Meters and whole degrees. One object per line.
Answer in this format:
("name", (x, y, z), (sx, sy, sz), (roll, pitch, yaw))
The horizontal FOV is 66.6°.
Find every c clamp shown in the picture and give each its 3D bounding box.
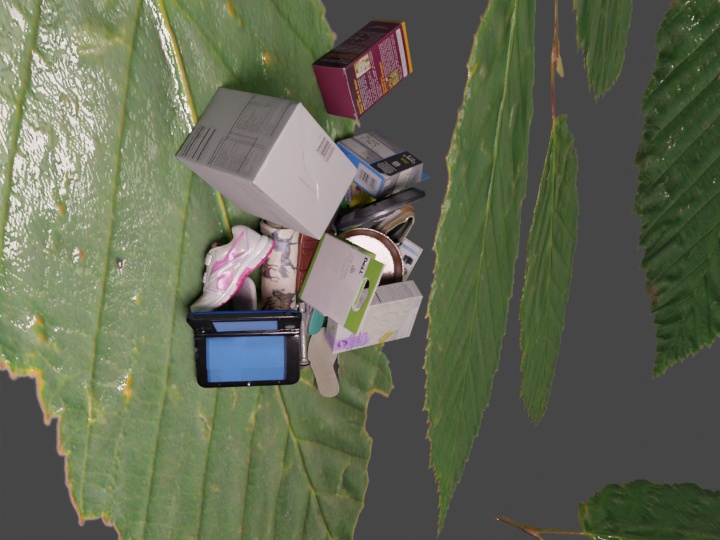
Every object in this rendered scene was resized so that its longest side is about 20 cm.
("c clamp", (-0.147, 0.153, 1.194), (0.170, 0.027, 0.201), (-5, 118, -22))

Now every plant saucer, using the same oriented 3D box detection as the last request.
("plant saucer", (0.000, 0.000, 1.268), (0.199, 0.034, 0.201), (-1, 102, -7))

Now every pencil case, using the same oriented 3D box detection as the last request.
("pencil case", (-0.162, -0.008, 1.093), (0.077, 0.089, 0.201), (-3, 108, -18))

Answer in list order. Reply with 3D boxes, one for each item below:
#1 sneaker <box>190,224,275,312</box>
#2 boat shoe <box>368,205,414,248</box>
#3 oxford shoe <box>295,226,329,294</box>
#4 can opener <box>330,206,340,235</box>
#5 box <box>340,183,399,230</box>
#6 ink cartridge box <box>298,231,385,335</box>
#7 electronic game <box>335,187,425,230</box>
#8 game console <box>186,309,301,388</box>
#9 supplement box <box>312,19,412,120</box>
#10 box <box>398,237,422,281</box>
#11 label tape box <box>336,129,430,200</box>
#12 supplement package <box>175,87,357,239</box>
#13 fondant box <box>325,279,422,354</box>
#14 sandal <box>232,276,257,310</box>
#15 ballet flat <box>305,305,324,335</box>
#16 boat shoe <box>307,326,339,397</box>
("sneaker", (-0.248, -0.003, 1.001), (0.200, 0.088, 0.081), (-49, -175, 0))
("boat shoe", (0.062, -0.079, 1.311), (0.074, 0.069, 0.200), (5, 131, -33))
("oxford shoe", (-0.118, -0.049, 1.143), (0.070, 0.075, 0.201), (1, 108, -41))
("can opener", (-0.080, -0.105, 1.179), (0.067, 0.053, 0.201), (-20, 122, -47))
("box", (0.014, -0.176, 1.272), (0.200, 0.048, 0.118), (-32, 132, -42))
("ink cartridge box", (-0.019, 0.028, 1.071), (0.076, 0.200, 0.148), (16, 99, -44))
("electronic game", (0.041, -0.126, 1.141), (0.200, 0.200, 0.042), (-28, 101, -42))
("game console", (-0.208, 0.147, 1.004), (0.171, 0.199, 0.119), (116, -29, -72))
("supplement box", (0.010, -0.409, 1.107), (0.200, 0.085, 0.111), (-47, 140, -27))
("box", (0.065, 0.019, 1.373), (0.060, 0.117, 0.201), (31, 81, -16))
("label tape box", (0.056, -0.242, 1.198), (0.200, 0.144, 0.063), (-29, 151, -42))
("supplement package", (-0.152, -0.179, 0.919), (0.148, 0.199, 0.191), (-61, 145, -10))
("fondant box", (0.028, 0.105, 1.235), (0.199, 0.058, 0.145), (-9, 137, -21))
("sandal", (-0.214, 0.109, 1.095), (0.059, 0.079, 0.208), (-12, 115, -48))
("ballet flat", (-0.096, 0.046, 1.219), (0.072, 0.072, 0.201), (-3, 121, -52))
("boat shoe", (-0.088, 0.216, 1.353), (0.063, 0.072, 0.201), (-94, 178, -64))
